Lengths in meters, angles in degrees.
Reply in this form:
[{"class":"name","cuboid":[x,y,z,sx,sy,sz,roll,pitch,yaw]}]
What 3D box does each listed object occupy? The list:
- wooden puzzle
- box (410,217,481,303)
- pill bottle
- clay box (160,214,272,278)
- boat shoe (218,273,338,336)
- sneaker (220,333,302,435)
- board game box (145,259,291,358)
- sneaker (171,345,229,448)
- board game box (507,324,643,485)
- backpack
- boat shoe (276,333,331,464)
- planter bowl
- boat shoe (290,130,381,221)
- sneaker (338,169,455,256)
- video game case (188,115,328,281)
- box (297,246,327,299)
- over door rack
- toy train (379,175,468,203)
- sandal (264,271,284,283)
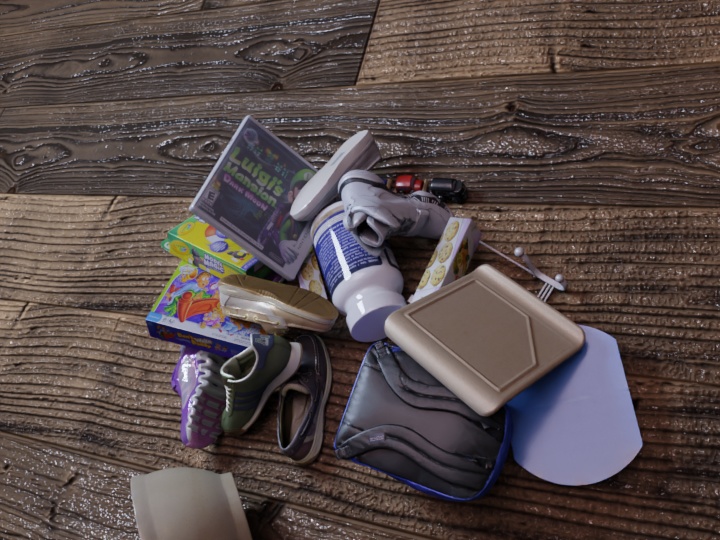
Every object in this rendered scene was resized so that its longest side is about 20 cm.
[{"class":"wooden puzzle","cuboid":[0.157,0.083,0.870,0.198,0.038,0.184,-27,49,-33]},{"class":"box","cuboid":[0.113,0.018,0.970,0.041,0.039,0.202,8,64,44]},{"class":"pill bottle","cuboid":[0.000,0.000,1.056,0.114,0.116,0.202,-27,56,9]},{"class":"clay box","cuboid":[-0.232,-0.048,1.156,0.198,0.048,0.115,24,41,22]},{"class":"boat shoe","cuboid":[-0.126,0.062,1.038,0.197,0.074,0.070,16,112,21]},{"class":"sneaker","cuboid":[-0.175,0.164,1.024,0.201,0.089,0.068,-49,35,26]},{"class":"board game box","cuboid":[-0.223,0.066,1.106,0.196,0.045,0.136,13,49,9]},{"class":"sneaker","cuboid":[-0.265,0.191,1.106,0.087,0.081,0.203,-16,53,21]},{"class":"board game box","cuboid":[0.267,0.173,0.887,0.155,0.039,0.204,-15,64,18]},{"class":"backpack","cuboid":[0.096,0.196,0.878,0.197,0.168,0.165,15,80,24]},{"class":"boat shoe","cuboid":[-0.087,0.183,1.031,0.072,0.065,0.203,-13,59,19]},{"class":"planter bowl","cuboid":[-0.221,0.358,0.941,0.133,0.202,0.202,-17,54,-17]},{"class":"boat shoe","cuboid":[-0.035,-0.141,1.119,0.071,0.069,0.201,-6,40,51]},{"class":"sneaker","cuboid":[0.056,-0.068,1.022,0.075,0.197,0.116,-55,23,39]},{"class":"video game case","cuboid":[-0.145,-0.115,1.096,0.023,0.199,0.184,-11,47,59]},{"class":"box","cuboid":[-0.094,-0.019,1.151,0.041,0.039,0.203,-14,57,-4]},{"class":"over door rack","cuboid":[0.175,0.029,0.992,0.199,0.067,0.149,30,78,33]},{"class":"toy train","cuboid":[0.079,-0.135,1.133,0.197,0.046,0.035,5,66,26]},{"class":"sandal","cuboid":[-0.217,-0.016,1.203,0.201,0.050,0.083,25,76,32]}]
